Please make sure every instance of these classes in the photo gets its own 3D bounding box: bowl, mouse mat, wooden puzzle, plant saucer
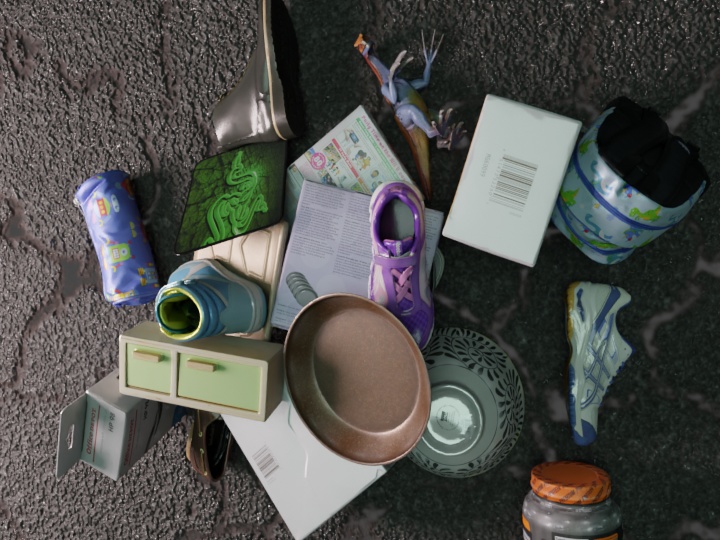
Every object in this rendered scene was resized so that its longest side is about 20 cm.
[{"bbox_3d":[0.118,0.184,0.789,0.193,0.094,0.209,1,92,13],"label":"bowl"},{"bbox_3d":[-0.171,-0.111,0.822,0.156,0.008,0.204,-16,46,12],"label":"mouse mat"},{"bbox_3d":[-0.168,0.003,0.840,0.197,0.046,0.192,23,107,39],"label":"wooden puzzle"},{"bbox_3d":[-0.002,0.122,0.699,0.195,0.036,0.208,9,107,29],"label":"plant saucer"}]

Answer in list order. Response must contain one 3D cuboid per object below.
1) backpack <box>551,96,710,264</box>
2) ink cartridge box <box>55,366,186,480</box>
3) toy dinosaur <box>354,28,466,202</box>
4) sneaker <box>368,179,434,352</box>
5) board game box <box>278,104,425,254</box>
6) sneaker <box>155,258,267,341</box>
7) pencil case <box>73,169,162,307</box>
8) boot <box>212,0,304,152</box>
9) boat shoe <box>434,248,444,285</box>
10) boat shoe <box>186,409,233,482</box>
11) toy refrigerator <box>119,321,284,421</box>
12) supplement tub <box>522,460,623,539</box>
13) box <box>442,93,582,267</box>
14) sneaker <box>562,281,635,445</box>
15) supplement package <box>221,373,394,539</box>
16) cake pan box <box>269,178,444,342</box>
[{"bbox_3d":[0.302,-0.099,0.688,0.163,0.199,0.154,45,119,6],"label":"backpack"},{"bbox_3d":[-0.312,0.193,0.820,0.065,0.200,0.119,22,116,10],"label":"ink cartridge box"},{"bbox_3d":[0.049,-0.226,0.802,0.180,0.104,0.205,35,112,30],"label":"toy dinosaur"},{"bbox_3d":[0.044,-0.005,0.688,0.077,0.088,0.208,-5,90,1],"label":"sneaker"},{"bbox_3d":[-0.030,-0.099,0.831,0.198,0.064,0.150,-36,85,13],"label":"board game box"},{"bbox_3d":[-0.225,0.033,0.776,0.196,0.128,0.083,12,101,41],"label":"sneaker"},{"bbox_3d":[-0.361,-0.045,0.898,0.084,0.078,0.206,-18,87,-17],"label":"pencil case"},{"bbox_3d":[-0.159,-0.278,0.855,0.134,0.077,0.208,-8,81,25],"label":"boot"},{"bbox_3d":[0.032,0.041,0.815,0.200,0.071,0.071,-41,83,11],"label":"boat shoe"},{"bbox_3d":[-0.203,0.198,0.864,0.070,0.069,0.207,21,108,50],"label":"boat shoe"},{"bbox_3d":[-0.197,0.123,0.747,0.193,0.070,0.079,9,103,11],"label":"toy refrigerator"},{"bbox_3d":[0.263,0.353,0.746,0.118,0.122,0.208,-2,90,12],"label":"supplement tub"},{"bbox_3d":[0.173,-0.097,0.714,0.103,0.200,0.157,18,95,10],"label":"box"},{"bbox_3d":[0.300,0.118,0.756,0.085,0.075,0.208,1,92,12],"label":"sneaker"},{"bbox_3d":[-0.065,0.216,0.812,0.155,0.111,0.202,-39,76,11],"label":"supplement package"},{"bbox_3d":[0.000,0.000,0.759,0.193,0.052,0.191,13,90,5],"label":"cake pan box"}]
